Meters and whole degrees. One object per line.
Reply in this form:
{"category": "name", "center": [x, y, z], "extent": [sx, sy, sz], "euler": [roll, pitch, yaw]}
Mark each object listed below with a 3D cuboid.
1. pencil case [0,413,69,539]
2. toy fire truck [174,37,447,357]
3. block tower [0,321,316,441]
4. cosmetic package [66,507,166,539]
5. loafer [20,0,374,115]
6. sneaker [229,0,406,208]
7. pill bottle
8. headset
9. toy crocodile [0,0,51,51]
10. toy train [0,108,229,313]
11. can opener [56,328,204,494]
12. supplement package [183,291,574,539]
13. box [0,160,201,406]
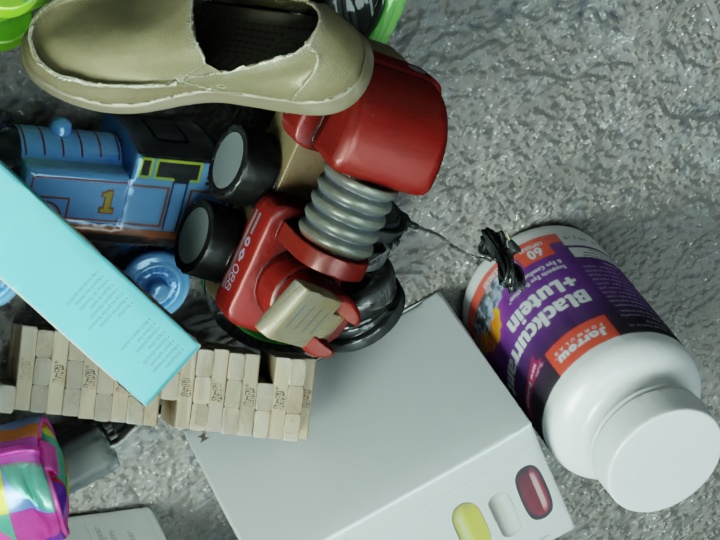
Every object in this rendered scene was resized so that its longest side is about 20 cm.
{"category": "pencil case", "center": [-0.280, 0.144, 1.575], "extent": [0.200, 0.088, 0.088], "euler": [-11, 128, -6]}
{"category": "toy fire truck", "center": [-0.020, -0.031, 1.429], "extent": [0.129, 0.200, 0.176], "euler": [17, 107, -31]}
{"category": "block tower", "center": [-0.128, 0.069, 1.601], "extent": [0.200, 0.054, 0.058], "euler": [5, 92, -14]}
{"category": "cosmetic package", "center": [-0.214, 0.276, 1.673], "extent": [0.200, 0.165, 0.165], "euler": [-6, 125, -23]}
{"category": "loafer", "center": [-0.093, -0.130, 1.395], "extent": [0.200, 0.076, 0.067], "euler": [1, 152, 12]}
{"category": "sneaker", "center": [-0.044, -0.117, 1.542], "extent": [0.084, 0.077, 0.200], "euler": [16, 106, -26]}
{"category": "pill bottle", "center": [0.155, 0.067, 1.683], "extent": [0.111, 0.200, 0.112], "euler": [-14, 128, -18]}
{"category": "headset", "center": [0.000, 0.000, 1.627], "extent": [0.200, 0.094, 0.124], "euler": [-9, 127, -13]}
{"category": "toy crocodile", "center": [-0.238, -0.147, 1.426], "extent": [0.200, 0.062, 0.068], "euler": [-23, 170, -12]}
{"category": "toy train", "center": [-0.174, -0.038, 1.523], "extent": [0.200, 0.087, 0.114], "euler": [5, 112, -27]}
{"category": "can opener", "center": [-0.181, 0.108, 1.653], "extent": [0.200, 0.053, 0.067], "euler": [-32, 97, -4]}
{"category": "supplement package", "center": [0.012, 0.138, 1.693], "extent": [0.200, 0.156, 0.111], "euler": [-29, 131, -4]}
{"category": "box", "center": [-0.183, -0.012, 1.434], "extent": [0.049, 0.082, 0.200], "euler": [-48, 116, -3]}
